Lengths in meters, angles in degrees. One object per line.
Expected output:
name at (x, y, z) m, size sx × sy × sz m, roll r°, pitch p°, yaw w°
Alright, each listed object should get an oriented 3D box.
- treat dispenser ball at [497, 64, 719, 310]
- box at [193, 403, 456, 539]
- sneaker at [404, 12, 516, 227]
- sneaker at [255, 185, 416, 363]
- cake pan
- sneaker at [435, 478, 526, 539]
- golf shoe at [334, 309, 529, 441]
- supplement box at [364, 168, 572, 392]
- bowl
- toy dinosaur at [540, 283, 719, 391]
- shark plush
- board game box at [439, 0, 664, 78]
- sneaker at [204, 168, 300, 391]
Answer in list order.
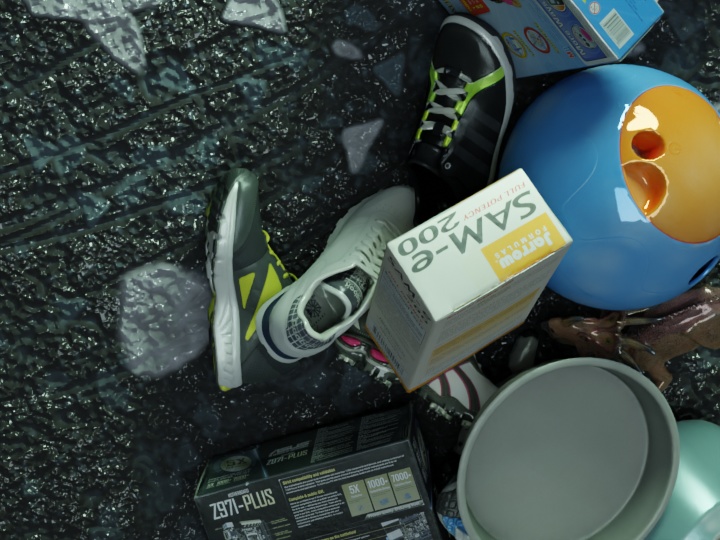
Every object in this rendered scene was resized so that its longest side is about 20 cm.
treat dispenser ball at (0.213, -0.068, 1.214) m, size 0.200 × 0.201 × 0.202 m, roll -2°, pitch 105°, yaw -6°
box at (-0.025, 0.230, 1.307) m, size 0.199 × 0.086 × 0.165 m, roll -17°, pitch 105°, yaw 9°
sneaker at (0.078, -0.110, 1.223) m, size 0.071 × 0.083 × 0.201 m, roll 18°, pitch 123°, yaw 32°
sneaker at (0.000, 0.000, 1.237) m, size 0.076 × 0.080 × 0.200 m, roll 45°, pitch 63°, yaw -9°
cake pan at (0.169, 0.162, 1.231) m, size 0.199 × 0.037 × 0.201 m, roll -5°, pitch 108°, yaw -15°
sneaker at (0.139, 0.203, 1.317) m, size 0.199 × 0.087 × 0.075 m, roll 7°, pitch 109°, yaw -36°
golf shoe at (0.076, 0.082, 1.280) m, size 0.199 × 0.077 × 0.088 m, roll 30°, pitch 84°, yaw 9°
supplement box at (0.079, 0.013, 1.169) m, size 0.126 × 0.200 × 0.074 m, roll -29°, pitch 75°, yaw -15°
bowl at (0.301, 0.246, 1.322) m, size 0.200 × 0.105 × 0.202 m, roll -13°, pitch 117°, yaw -27°
toy dinosaur at (0.270, 0.046, 1.277) m, size 0.199 × 0.086 × 0.136 m, roll -30°, pitch 148°, yaw 4°
shark plush at (0.141, 0.151, 1.338) m, size 0.200 × 0.091 × 0.083 m, roll -48°, pitch 136°, yaw 2°
board game box at (0.113, -0.247, 1.153) m, size 0.056 × 0.196 × 0.200 m, roll -45°, pitch 107°, yaw -12°
sneaker at (-0.090, 0.006, 1.273) m, size 0.084 × 0.075 × 0.201 m, roll -3°, pitch 114°, yaw -12°
